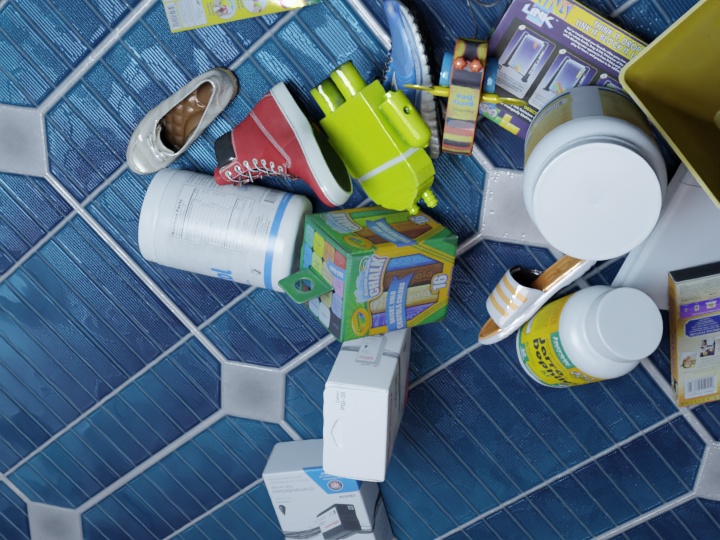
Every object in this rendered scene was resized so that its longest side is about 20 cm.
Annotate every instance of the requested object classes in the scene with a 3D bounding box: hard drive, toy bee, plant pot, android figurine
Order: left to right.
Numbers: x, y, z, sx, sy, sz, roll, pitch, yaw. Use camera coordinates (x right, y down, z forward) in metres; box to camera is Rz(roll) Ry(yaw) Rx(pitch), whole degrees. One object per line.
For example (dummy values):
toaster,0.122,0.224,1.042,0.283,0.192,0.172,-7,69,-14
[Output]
android figurine,0.021,-0.152,1.074,0.200,0.041,0.182,53,154,-7
toy bee,0.110,-0.213,0.982,0.131,0.109,0.200,-10,113,16
hard drive,0.399,-0.035,1.074,0.132,0.027,0.200,7,128,-16
plant pot,0.432,-0.179,0.931,0.200,0.176,0.200,-42,60,26

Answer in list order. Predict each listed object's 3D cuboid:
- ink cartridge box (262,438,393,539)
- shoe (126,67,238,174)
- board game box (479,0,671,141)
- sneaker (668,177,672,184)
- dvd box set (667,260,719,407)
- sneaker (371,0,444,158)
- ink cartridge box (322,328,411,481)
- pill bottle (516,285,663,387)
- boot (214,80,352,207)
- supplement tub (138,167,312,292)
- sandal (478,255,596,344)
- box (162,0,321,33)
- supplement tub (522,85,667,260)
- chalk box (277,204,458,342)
ink cartridge box,-0.047,0.362,1.368,0.145,0.084,0.200,-9,113,16
shoe,-0.242,-0.191,1.161,0.200,0.053,0.070,-38,102,25
board game box,0.235,-0.226,1.042,0.200,0.057,0.165,30,116,-3
sneaker,0.332,-0.085,1.086,0.200,0.060,0.104,18,122,-6
dvd box set,0.462,0.075,1.118,0.146,0.029,0.200,-13,121,4
sneaker,0.046,-0.226,1.070,0.089,0.079,0.200,-5,114,12
ink cartridge box,0.012,0.163,1.194,0.083,0.200,0.147,6,117,9
pill bottle,0.278,0.080,1.091,0.113,0.200,0.113,3,77,-14
boot,-0.103,-0.121,1.091,0.144,0.200,0.072,-39,145,10
supplement tub,-0.172,-0.053,1.170,0.200,0.132,0.132,12,117,7
sandal,0.219,0.011,1.152,0.059,0.079,0.207,45,107,-9
box,-0.144,-0.360,1.064,0.200,0.048,0.117,-5,114,17
supplement tub,0.246,-0.106,0.952,0.145,0.200,0.145,5,115,10
chalk box,0.000,0.000,1.109,0.200,0.125,0.124,-9,121,-29
